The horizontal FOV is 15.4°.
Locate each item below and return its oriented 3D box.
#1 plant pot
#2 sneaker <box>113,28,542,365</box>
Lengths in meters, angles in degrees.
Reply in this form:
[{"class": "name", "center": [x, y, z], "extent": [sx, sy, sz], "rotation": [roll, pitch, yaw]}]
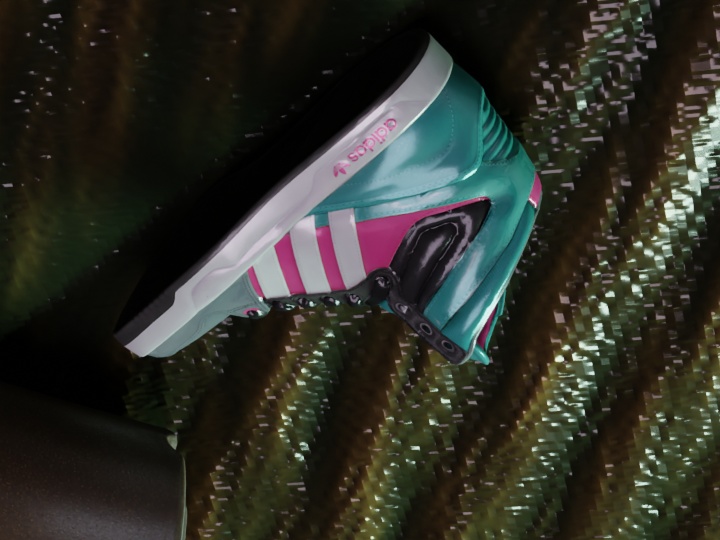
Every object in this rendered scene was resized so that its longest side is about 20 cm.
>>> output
[{"class": "plant pot", "center": [-0.189, 0.125, 1.160], "extent": [0.198, 0.200, 0.200], "rotation": [13, 135, -14]}, {"class": "sneaker", "center": [0.000, 0.000, 1.080], "extent": [0.121, 0.084, 0.200], "rotation": [41, 126, -16]}]
